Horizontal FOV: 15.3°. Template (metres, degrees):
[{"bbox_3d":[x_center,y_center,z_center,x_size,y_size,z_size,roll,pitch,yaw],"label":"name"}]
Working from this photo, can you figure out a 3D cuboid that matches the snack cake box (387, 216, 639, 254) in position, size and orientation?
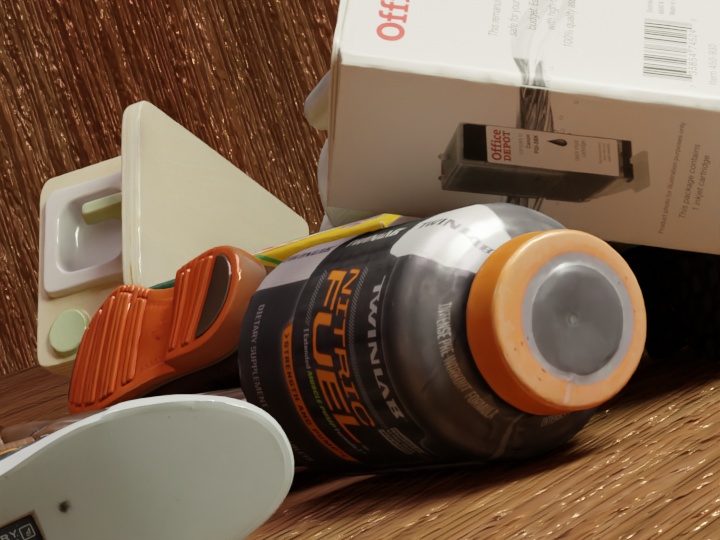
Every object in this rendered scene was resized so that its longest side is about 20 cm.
[{"bbox_3d":[0.118,-0.040,1.324,0.115,0.067,0.200,-33,-7,36],"label":"snack cake box"}]

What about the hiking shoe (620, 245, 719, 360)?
[{"bbox_3d":[0.186,-0.006,1.248,0.101,0.076,0.200,-21,2,-9],"label":"hiking shoe"}]

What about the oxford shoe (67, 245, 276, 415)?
[{"bbox_3d":[-0.085,0.044,1.359,0.073,0.071,0.200,21,-22,-28],"label":"oxford shoe"}]

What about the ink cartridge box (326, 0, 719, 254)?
[{"bbox_3d":[0.090,-0.088,1.170,0.200,0.083,0.147,7,39,2],"label":"ink cartridge box"}]

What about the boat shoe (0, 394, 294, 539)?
[{"bbox_3d":[-0.124,0.096,1.099,0.200,0.071,0.091,-19,6,1],"label":"boat shoe"}]

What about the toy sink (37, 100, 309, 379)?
[{"bbox_3d":[-0.125,0.005,1.631,0.112,0.130,0.200,-16,-28,25],"label":"toy sink"}]

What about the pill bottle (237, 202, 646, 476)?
[{"bbox_3d":[0.036,0.029,1.117,0.106,0.106,0.200,-18,2,-29],"label":"pill bottle"}]

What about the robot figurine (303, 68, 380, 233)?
[{"bbox_3d":[0.052,-0.067,1.501,0.200,0.170,0.113,-46,23,48],"label":"robot figurine"}]

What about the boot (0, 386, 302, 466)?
[{"bbox_3d":[-0.078,0.084,1.308,0.200,0.064,0.186,-15,2,-9],"label":"boot"}]

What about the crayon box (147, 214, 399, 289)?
[{"bbox_3d":[0.000,0.000,1.411,0.200,0.051,0.127,-15,2,35],"label":"crayon box"}]
